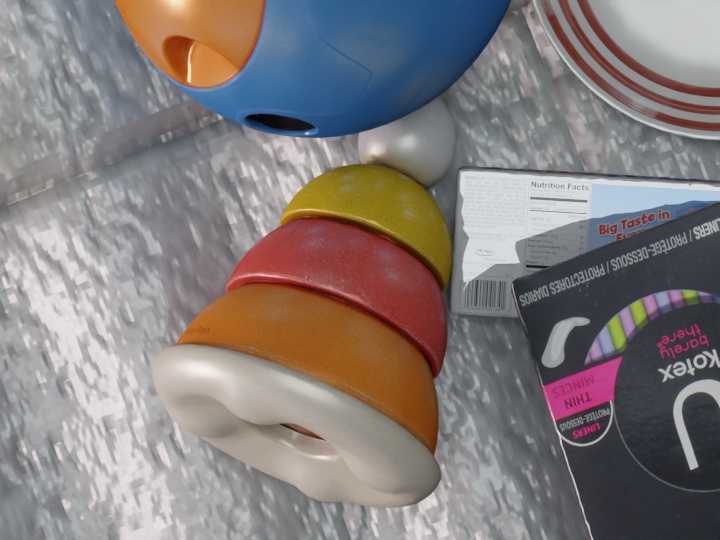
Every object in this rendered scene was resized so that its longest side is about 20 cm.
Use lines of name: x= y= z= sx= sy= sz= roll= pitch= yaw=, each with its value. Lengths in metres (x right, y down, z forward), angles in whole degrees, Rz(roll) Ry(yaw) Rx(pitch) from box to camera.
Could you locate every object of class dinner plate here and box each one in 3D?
dinner plate: x=0.179 y=-0.164 z=1.079 sx=0.198 sy=0.024 sz=0.202 roll=0 pitch=85 yaw=3

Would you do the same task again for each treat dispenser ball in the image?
treat dispenser ball: x=-0.022 y=-0.163 z=1.001 sx=0.199 sy=0.201 sz=0.203 roll=0 pitch=86 yaw=3

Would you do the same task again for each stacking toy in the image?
stacking toy: x=0.000 y=0.000 z=1.039 sx=0.145 sy=0.146 sz=0.201 roll=22 pitch=72 yaw=4

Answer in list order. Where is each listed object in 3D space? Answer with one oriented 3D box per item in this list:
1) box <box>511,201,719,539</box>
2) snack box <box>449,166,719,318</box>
box: x=0.164 y=0.081 z=0.972 sx=0.121 sy=0.106 sz=0.202 roll=-22 pitch=80 yaw=22
snack box: x=0.144 y=-0.009 z=1.064 sx=0.198 sy=0.024 sz=0.073 roll=4 pitch=96 yaw=3
